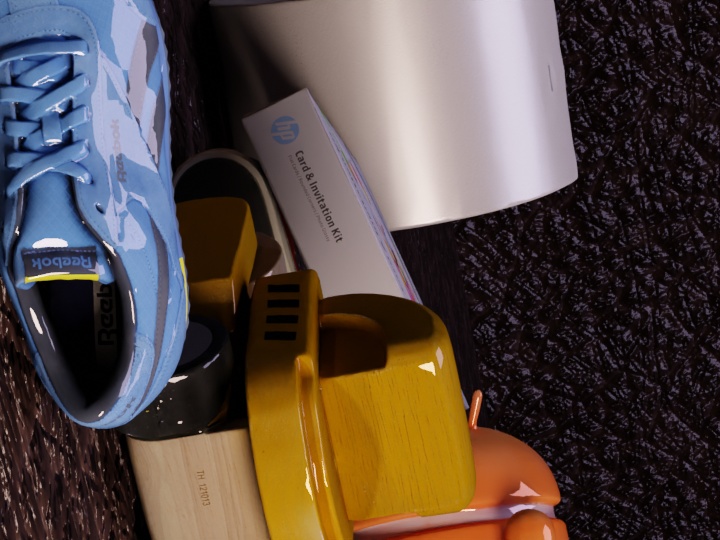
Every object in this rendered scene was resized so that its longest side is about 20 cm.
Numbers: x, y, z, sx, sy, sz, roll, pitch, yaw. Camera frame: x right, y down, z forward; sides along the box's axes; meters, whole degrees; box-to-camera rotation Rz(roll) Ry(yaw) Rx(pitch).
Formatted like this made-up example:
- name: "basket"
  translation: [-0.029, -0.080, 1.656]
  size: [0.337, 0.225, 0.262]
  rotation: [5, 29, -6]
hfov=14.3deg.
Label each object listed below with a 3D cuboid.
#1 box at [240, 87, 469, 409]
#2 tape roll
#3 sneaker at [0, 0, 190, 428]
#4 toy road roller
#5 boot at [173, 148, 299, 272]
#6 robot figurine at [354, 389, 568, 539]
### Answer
- name: "box"
  translation: [0.000, 0.000, 1.490]
  size: [0.200, 0.041, 0.156]
  rotation: [46, 19, -78]
- name: "tape roll"
  translation: [0.019, -0.106, 1.691]
  size: [0.203, 0.202, 0.140]
  rotation: [-71, 153, -78]
- name: "sneaker"
  translation: [-0.103, -0.042, 1.025]
  size: [0.078, 0.066, 0.201]
  rotation: [-61, 142, -75]
- name: "toy road roller"
  translation: [-0.026, 0.053, 1.244]
  size: [0.200, 0.145, 0.123]
  rotation: [-87, 168, -64]
- name: "boot"
  translation: [-0.047, 0.037, 1.483]
  size: [0.144, 0.072, 0.201]
  rotation: [-3, 81, -86]
- name: "robot figurine"
  translation: [0.050, 0.165, 1.424]
  size: [0.144, 0.116, 0.201]
  rotation: [41, 40, -77]
